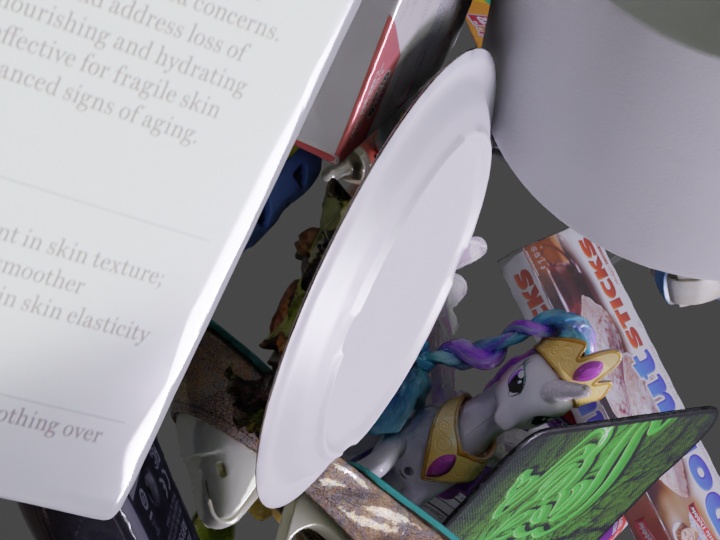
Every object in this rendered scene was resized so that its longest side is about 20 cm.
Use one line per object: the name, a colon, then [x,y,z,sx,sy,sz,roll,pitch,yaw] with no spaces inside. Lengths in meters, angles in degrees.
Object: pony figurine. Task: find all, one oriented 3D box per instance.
pony figurine: [0.041,0.078,1.182,0.199,0.167,0.193,-34,-173,9]

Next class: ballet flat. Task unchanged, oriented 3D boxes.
ballet flat: [-0.030,0.098,1.053,0.067,0.200,0.068,-51,-171,-18]

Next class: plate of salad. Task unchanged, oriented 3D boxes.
plate of salad: [0.000,0.000,0.965,0.201,0.048,0.200,-58,166,-23]

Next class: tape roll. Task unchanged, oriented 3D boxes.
tape roll: [0.155,-0.115,0.997,0.203,0.202,0.140,-42,159,-29]

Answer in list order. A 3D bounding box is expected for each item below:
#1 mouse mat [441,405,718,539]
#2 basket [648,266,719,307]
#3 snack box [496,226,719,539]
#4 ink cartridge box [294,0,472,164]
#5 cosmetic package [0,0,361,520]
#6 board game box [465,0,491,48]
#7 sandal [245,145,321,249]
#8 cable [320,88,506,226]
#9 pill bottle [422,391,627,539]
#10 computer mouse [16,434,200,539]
mouse mat: [0.073,0.134,1.172,0.160,0.008,0.200,-3,140,-48]
basket: [0.170,-0.099,1.179,0.201,0.138,0.177,-91,172,-46]
snack box: [0.146,0.072,1.337,0.024,0.201,0.072,-30,175,39]
ink cartridge box: [0.008,-0.129,0.957,0.200,0.067,0.117,-48,161,-67]
cosmetic package: [-0.124,-0.068,0.662,0.167,0.166,0.201,18,104,-38]
board game box: [0.091,-0.124,1.163,0.096,0.030,0.200,-66,153,-19]
sandal: [-0.096,0.008,0.922,0.199,0.079,0.087,-36,126,-13]
cable: [0.037,-0.065,1.173,0.200,0.050,0.098,-46,140,-50]
pill bottle: [0.058,0.152,1.338,0.200,0.112,0.113,-39,149,-33]
computer mouse: [-0.103,0.116,1.002,0.139,0.052,0.201,-76,147,-72]
